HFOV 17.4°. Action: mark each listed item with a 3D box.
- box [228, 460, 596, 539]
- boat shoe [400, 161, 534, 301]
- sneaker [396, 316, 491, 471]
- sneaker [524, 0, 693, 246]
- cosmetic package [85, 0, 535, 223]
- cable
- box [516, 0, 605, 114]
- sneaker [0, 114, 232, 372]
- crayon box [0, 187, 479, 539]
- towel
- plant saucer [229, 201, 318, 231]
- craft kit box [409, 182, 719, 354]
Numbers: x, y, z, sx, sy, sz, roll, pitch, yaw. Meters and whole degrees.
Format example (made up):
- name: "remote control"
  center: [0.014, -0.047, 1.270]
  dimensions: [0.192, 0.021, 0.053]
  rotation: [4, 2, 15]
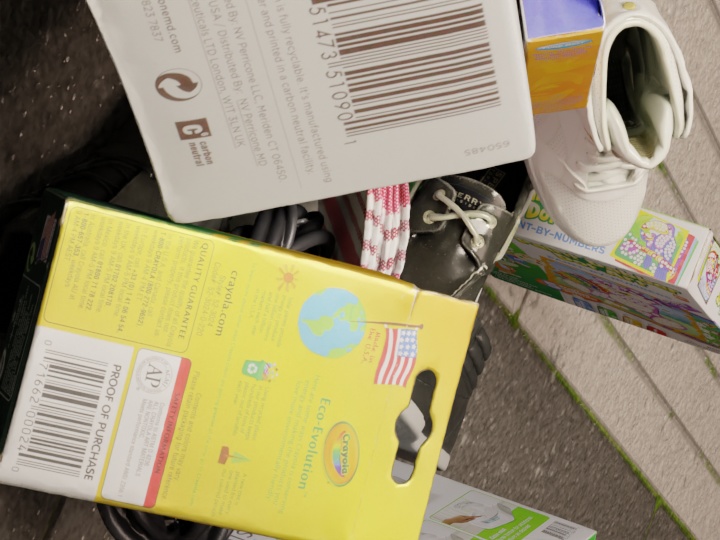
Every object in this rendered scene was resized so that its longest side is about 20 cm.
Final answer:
- name: "box"
  center: [0.016, 0.195, 1.380]
  dimensions: [0.200, 0.176, 0.097]
  rotation: [-27, 129, -58]
- name: "boat shoe"
  center: [0.050, -0.025, 1.317]
  dimensions: [0.200, 0.070, 0.064]
  rotation: [-58, 174, -43]
- name: "sneaker"
  center: [0.027, 0.055, 1.450]
  dimensions: [0.200, 0.070, 0.100]
  rotation: [47, 61, -69]
- name: "sneaker"
  center: [0.131, -0.072, 1.250]
  dimensions: [0.116, 0.073, 0.201]
  rotation: [-105, -173, -52]
- name: "cosmetic package"
  center: [-0.026, -0.157, 0.995]
  dimensions: [0.165, 0.164, 0.201]
  rotation: [74, 7, -49]
- name: "cable"
  center: [-0.069, 0.051, 1.139]
  dimensions: [0.163, 0.051, 0.201]
  rotation: [-21, 132, -57]
- name: "box"
  center: [0.083, -0.149, 1.087]
  dimensions: [0.200, 0.041, 0.120]
  rotation: [57, 24, -81]
- name: "sneaker"
  center: [-0.124, -0.013, 1.086]
  dimensions: [0.201, 0.076, 0.091]
  rotation: [-62, 147, -27]
- name: "crayon box"
  center: [-0.058, 0.049, 1.042]
  dimensions: [0.199, 0.051, 0.128]
  rotation: [15, 92, -20]
- name: "towel"
  center: [0.000, 0.000, 1.187]
  dimensions: [0.146, 0.030, 0.201]
  rotation: [-112, -155, -64]
- name: "plant saucer"
  center: [-0.077, 0.032, 1.233]
  dimensions: [0.200, 0.050, 0.201]
  rotation: [-43, 142, -48]
- name: "craft kit box"
  center: [0.148, -0.010, 1.499]
  dimensions: [0.049, 0.199, 0.197]
  rotation: [-67, 154, -10]
